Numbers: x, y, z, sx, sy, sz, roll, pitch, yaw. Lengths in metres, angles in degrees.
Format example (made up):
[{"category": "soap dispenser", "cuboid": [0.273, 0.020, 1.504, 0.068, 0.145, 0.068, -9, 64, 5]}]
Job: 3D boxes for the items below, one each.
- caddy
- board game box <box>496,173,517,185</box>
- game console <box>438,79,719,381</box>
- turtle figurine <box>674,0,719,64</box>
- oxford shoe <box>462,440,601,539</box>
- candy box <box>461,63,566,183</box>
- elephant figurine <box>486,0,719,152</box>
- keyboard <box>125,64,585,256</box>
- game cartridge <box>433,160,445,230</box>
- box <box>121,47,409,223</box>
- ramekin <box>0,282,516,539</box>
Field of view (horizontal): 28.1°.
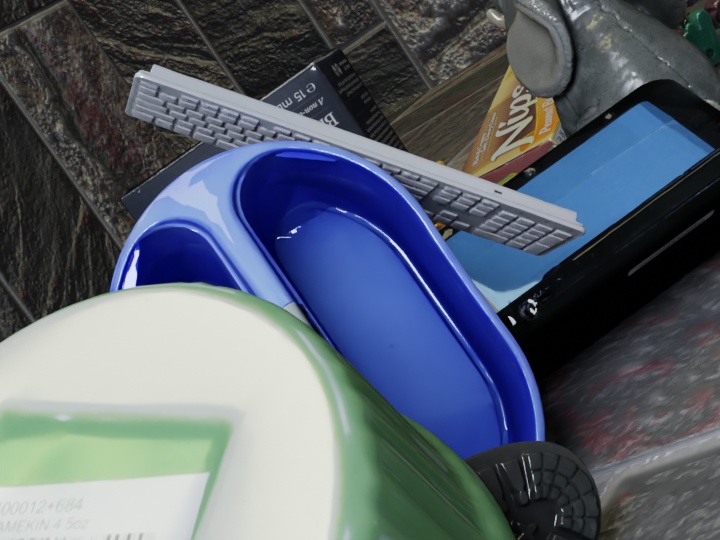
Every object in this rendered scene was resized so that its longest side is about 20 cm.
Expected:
[{"category": "caddy", "cuboid": [-0.014, 0.045, 0.590, 0.141, 0.200, 0.105, -35, -9, -6]}, {"category": "board game box", "cuboid": [0.055, 0.013, 0.951, 0.200, 0.057, 0.165, -36, 7, -4]}, {"category": "game console", "cuboid": [0.116, -0.038, 0.733, 0.200, 0.117, 0.176, -36, -18, -4]}, {"category": "turtle figurine", "cuboid": [0.272, -0.227, 1.305, 0.150, 0.101, 0.200, -53, 28, -8]}, {"category": "oxford shoe", "cuboid": [-0.006, 0.124, 0.493, 0.200, 0.073, 0.084, -36, 6, -8]}, {"category": "candy box", "cuboid": [0.161, -0.137, 1.199, 0.115, 0.055, 0.200, -27, 29, 47]}, {"category": "elephant figurine", "cuboid": [0.141, -0.156, 0.932, 0.155, 0.201, 0.141, -27, 8, 32]}, {"category": "keyboard", "cuboid": [-0.003, -0.043, 0.619, 0.056, 0.199, 0.011, 134, 153, -68]}, {"category": "game cartridge", "cuboid": [-0.006, -0.004, 0.983, 0.176, 0.032, 0.200, -37, 10, 8]}, {"category": "box", "cuboid": [-0.050, -0.041, 1.172, 0.196, 0.200, 0.117, -33, 7, 15]}, {"category": "ramekin", "cuboid": [-0.059, 0.100, 0.405, 0.199, 0.098, 0.201, -16, 48, 19]}]
